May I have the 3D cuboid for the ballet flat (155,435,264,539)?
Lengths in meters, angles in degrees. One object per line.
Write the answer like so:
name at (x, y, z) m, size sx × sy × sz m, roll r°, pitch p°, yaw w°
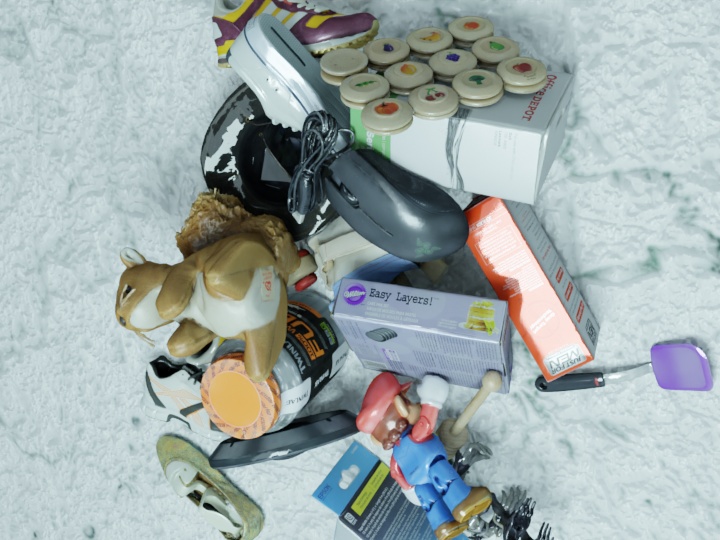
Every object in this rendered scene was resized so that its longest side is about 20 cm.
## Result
ballet flat at (-0.223, 0.312, 1.267) m, size 0.199 × 0.071 × 0.071 m, roll 39°, pitch 118°, yaw 7°

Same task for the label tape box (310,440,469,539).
label tape box at (0.029, 0.328, 1.120) m, size 0.199 × 0.143 × 0.066 m, roll 39°, pitch 117°, yaw 6°

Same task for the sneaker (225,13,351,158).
sneaker at (-0.061, -0.179, 0.958) m, size 0.070 × 0.073 × 0.201 m, roll -30°, pitch 108°, yaw 37°

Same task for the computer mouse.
computer mouse at (0.014, -0.062, 0.907) m, size 0.198 × 0.053 × 0.139 m, roll 27°, pitch 137°, yaw 4°

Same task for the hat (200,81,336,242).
hat at (-0.086, -0.137, 1.051) m, size 0.197 × 0.081 × 0.204 m, roll 4°, pitch 107°, yaw 12°

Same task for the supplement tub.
supplement tub at (-0.100, 0.112, 1.071) m, size 0.120 × 0.200 × 0.125 m, roll 7°, pitch 111°, yaw 20°

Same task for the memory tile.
memory tile at (0.070, -0.200, 0.888) m, size 0.154 × 0.197 × 0.017 m, roll -124°, pitch 21°, yaw -43°

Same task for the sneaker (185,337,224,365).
sneaker at (-0.184, 0.024, 1.139) m, size 0.074 × 0.090 × 0.203 m, roll 13°, pitch 112°, yaw 18°

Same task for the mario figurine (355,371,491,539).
mario figurine at (0.078, 0.201, 1.040) m, size 0.123 × 0.106 × 0.201 m, roll -37°, pitch 65°, yaw 5°

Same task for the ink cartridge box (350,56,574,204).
ink cartridge box at (0.106, -0.153, 0.919) m, size 0.197 × 0.147 × 0.085 m, roll 14°, pitch 128°, yaw 18°

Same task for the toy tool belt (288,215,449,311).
toy tool belt at (0.000, 0.000, 1.036) m, size 0.199 × 0.124 × 0.124 m, roll -34°, pitch 84°, yaw 29°

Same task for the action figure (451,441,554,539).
action figure at (0.148, 0.278, 1.078) m, size 0.119 × 0.102 × 0.199 m, roll 46°, pitch 164°, yaw -28°

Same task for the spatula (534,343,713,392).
spatula at (0.290, 0.118, 1.007) m, size 0.197 × 0.021 × 0.057 m, roll -11°, pitch 104°, yaw 27°

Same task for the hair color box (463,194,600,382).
hair color box at (0.183, 0.007, 0.970) m, size 0.061 × 0.101 × 0.202 m, roll -30°, pitch 94°, yaw 24°

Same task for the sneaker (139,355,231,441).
sneaker at (-0.216, 0.172, 1.213) m, size 0.197 × 0.074 × 0.081 m, roll 11°, pitch 109°, yaw 19°

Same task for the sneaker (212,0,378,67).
sneaker at (-0.077, -0.280, 0.993) m, size 0.196 × 0.075 × 0.092 m, roll -5°, pitch 99°, yaw 19°

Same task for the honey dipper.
honey dipper at (0.125, 0.167, 1.033) m, size 0.038 × 0.038 × 0.201 m, roll 36°, pitch 147°, yaw 8°

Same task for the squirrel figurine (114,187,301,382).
squirrel figurine at (-0.172, 0.008, 0.990) m, size 0.184 × 0.202 × 0.143 m, roll -2°, pitch 132°, yaw 27°

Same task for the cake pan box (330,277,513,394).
cake pan box at (0.077, 0.078, 0.996) m, size 0.181 × 0.200 × 0.053 m, roll 10°, pitch 69°, yaw 17°

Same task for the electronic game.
electronic game at (-0.090, 0.211, 1.103) m, size 0.197 × 0.199 × 0.042 m, roll -16°, pitch 86°, yaw 26°
